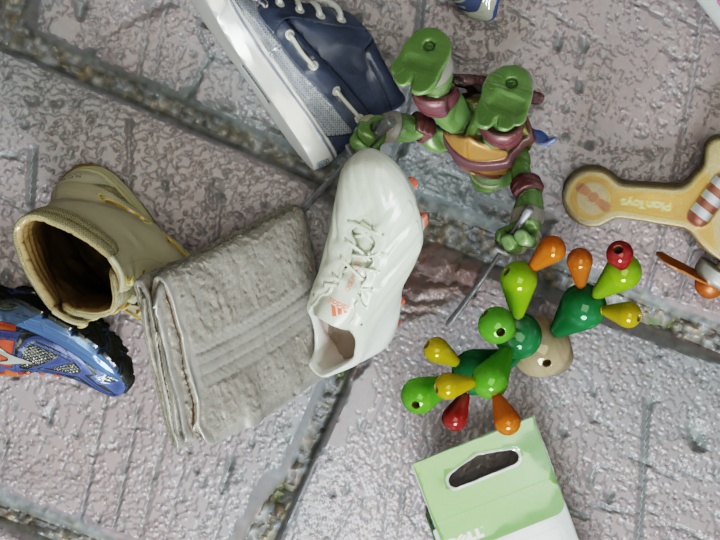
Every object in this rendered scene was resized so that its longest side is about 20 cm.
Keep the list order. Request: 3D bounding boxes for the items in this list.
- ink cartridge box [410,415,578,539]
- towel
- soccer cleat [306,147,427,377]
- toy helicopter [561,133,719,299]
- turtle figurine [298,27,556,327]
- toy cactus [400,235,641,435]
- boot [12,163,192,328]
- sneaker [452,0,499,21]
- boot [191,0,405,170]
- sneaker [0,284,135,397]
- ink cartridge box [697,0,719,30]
[{"bbox_3d":[0.114,0.216,1.564,0.103,0.059,0.201,-20,98,-2],"label":"ink cartridge box"},{"bbox_3d":[-0.084,0.039,1.467,0.034,0.200,0.133,-3,106,33],"label":"towel"},{"bbox_3d":[0.000,0.000,1.454,0.069,0.200,0.078,33,53,23],"label":"soccer cleat"},{"bbox_3d":[0.251,-0.039,1.548,0.199,0.079,0.133,6,106,5],"label":"toy helicopter"},{"bbox_3d":[0.062,-0.069,1.450,0.199,0.194,0.144,-27,66,-6],"label":"turtle figurine"},{"bbox_3d":[0.130,0.055,1.491,0.200,0.165,0.102,-43,69,8],"label":"toy cactus"},{"bbox_3d":[-0.157,0.016,1.465,0.073,0.155,0.200,-41,97,14],"label":"boot"},{"bbox_3d":[0.142,-0.263,1.509,0.200,0.075,0.088,-33,110,7],"label":"sneaker"},{"bbox_3d":[-0.054,-0.179,1.503,0.090,0.073,0.200,-36,107,-7],"label":"boot"},{"bbox_3d":[-0.261,0.050,1.515,0.199,0.075,0.079,23,104,1],"label":"sneaker"},{"bbox_3d":[0.370,-0.186,1.503,0.173,0.044,0.200,-38,89,20],"label":"ink cartridge box"}]
